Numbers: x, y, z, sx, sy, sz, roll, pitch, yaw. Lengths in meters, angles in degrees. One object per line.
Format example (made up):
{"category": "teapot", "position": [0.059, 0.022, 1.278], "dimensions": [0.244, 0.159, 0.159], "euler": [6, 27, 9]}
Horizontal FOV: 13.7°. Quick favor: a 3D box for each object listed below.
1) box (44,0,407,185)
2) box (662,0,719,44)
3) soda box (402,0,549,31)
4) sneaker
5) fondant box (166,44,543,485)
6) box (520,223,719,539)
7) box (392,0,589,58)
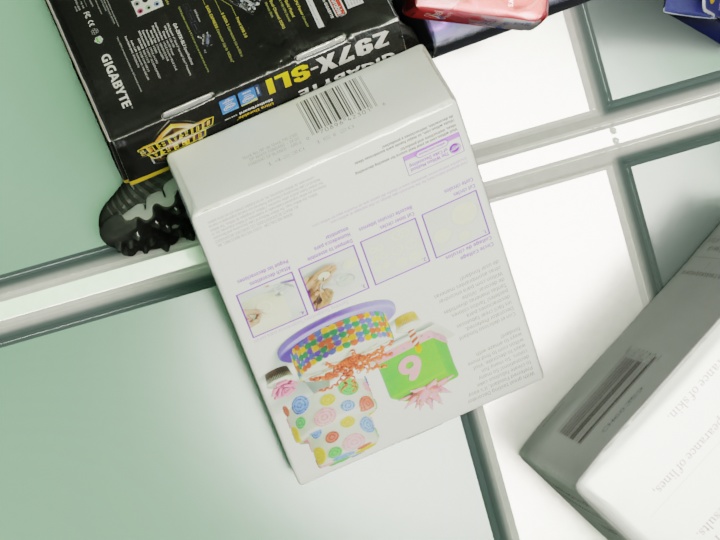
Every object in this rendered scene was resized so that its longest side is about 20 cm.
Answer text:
{"category": "box", "position": [-0.086, -0.161, 1.537], "dimensions": [0.159, 0.049, 0.201], "euler": [-23, 62, -5]}
{"category": "box", "position": [0.191, -0.182, 1.534], "dimensions": [0.032, 0.200, 0.122], "euler": [9, 90, 17]}
{"category": "soda box", "position": [0.067, -0.222, 1.483], "dimensions": [0.070, 0.063, 0.201], "euler": [6, 90, -5]}
{"category": "sneaker", "position": [-0.068, -0.091, 1.582], "dimensions": [0.200, 0.066, 0.091], "euler": [-39, 68, 12]}
{"category": "fondant box", "position": [0.000, 0.000, 1.537], "dimensions": [0.144, 0.058, 0.201], "euler": [-23, 130, -4]}
{"category": "box", "position": [0.204, 0.073, 1.538], "dimensions": [0.131, 0.199, 0.200], "euler": [43, 87, -5]}
{"category": "box", "position": [0.067, -0.228, 1.567], "dimensions": [0.147, 0.104, 0.201], "euler": [-21, 93, -5]}
